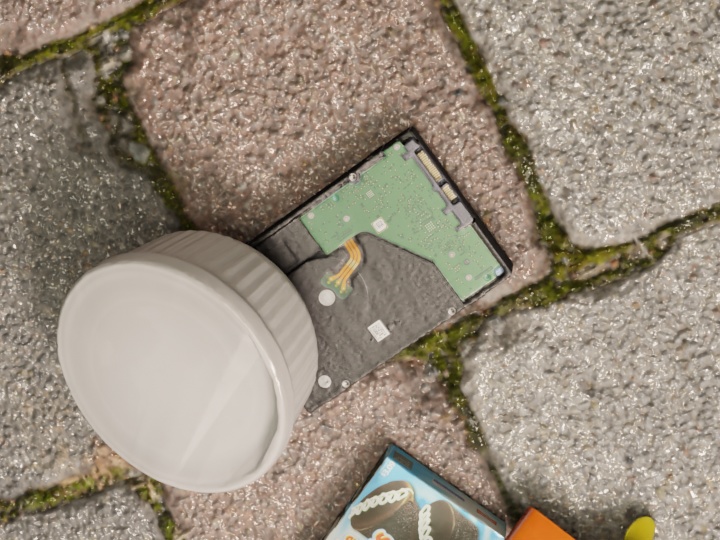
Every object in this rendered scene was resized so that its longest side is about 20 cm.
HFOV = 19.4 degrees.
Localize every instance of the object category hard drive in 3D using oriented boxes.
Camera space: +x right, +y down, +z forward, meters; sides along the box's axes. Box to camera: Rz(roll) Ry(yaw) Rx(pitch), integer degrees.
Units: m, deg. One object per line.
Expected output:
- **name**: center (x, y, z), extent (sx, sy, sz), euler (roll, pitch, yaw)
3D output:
- **hard drive**: center (0.000, 0.000, 1.633), extent (0.200, 0.038, 0.140), euler (-36, 98, 15)

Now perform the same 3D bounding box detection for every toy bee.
- **toy bee**: center (0.200, 0.270, 1.653), extent (0.131, 0.109, 0.200), euler (-32, 68, 0)

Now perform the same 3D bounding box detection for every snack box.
- **snack box**: center (0.014, 0.252, 1.696), extent (0.116, 0.037, 0.200), euler (34, 106, -2)

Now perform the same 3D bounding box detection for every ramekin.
- **ramekin**: center (-0.124, 0.062, 1.606), extent (0.202, 0.094, 0.203), euler (14, 123, 23)
